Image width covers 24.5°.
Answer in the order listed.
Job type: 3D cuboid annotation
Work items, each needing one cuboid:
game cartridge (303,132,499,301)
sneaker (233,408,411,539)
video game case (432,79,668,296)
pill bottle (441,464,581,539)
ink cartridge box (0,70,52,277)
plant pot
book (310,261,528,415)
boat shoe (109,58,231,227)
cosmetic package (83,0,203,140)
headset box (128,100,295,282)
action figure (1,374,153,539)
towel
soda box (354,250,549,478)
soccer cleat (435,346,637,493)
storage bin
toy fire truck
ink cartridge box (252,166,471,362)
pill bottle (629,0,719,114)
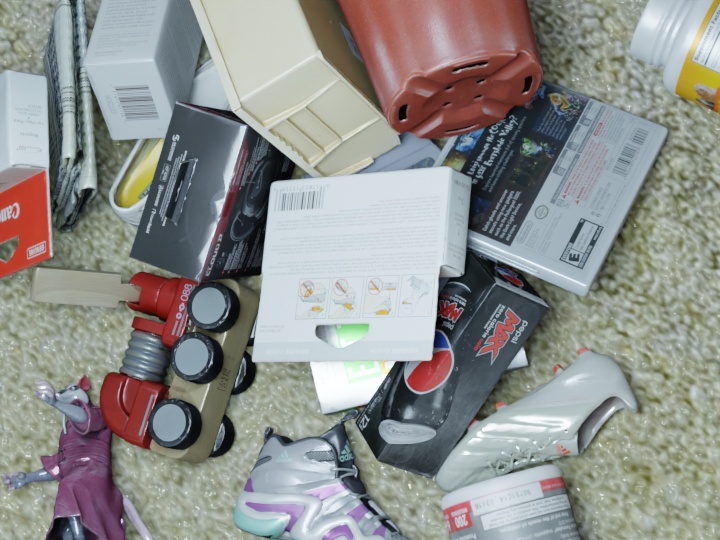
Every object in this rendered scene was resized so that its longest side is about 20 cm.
[{"bbox_3d":[0.045,-0.044,1.554,0.133,0.041,0.200,-26,60,-8],"label":"game cartridge"},{"bbox_3d":[-0.011,0.199,1.538,0.200,0.078,0.140,16,85,13],"label":"sneaker"},{"bbox_3d":[0.166,-0.089,1.538,0.181,0.023,0.200,24,61,13],"label":"video game case"},{"bbox_3d":[0.151,0.284,1.474,0.114,0.114,0.200,-17,78,8],"label":"pill bottle"},{"bbox_3d":[-0.361,-0.083,1.601,0.200,0.043,0.174,-17,73,53],"label":"ink cartridge box"},{"bbox_3d":[0.071,-0.240,1.513,0.200,0.201,0.196,-19,68,7],"label":"plant pot"},{"bbox_3d":[0.047,0.051,1.571,0.199,0.048,0.134,-15,80,5],"label":"book"},{"bbox_3d":[-0.181,-0.136,1.620,0.075,0.086,0.202,40,90,14],"label":"boat shoe"},{"bbox_3d":[-0.201,-0.230,1.587,0.071,0.102,0.200,-2,48,11],"label":"cosmetic package"},{"bbox_3d":[-0.133,-0.072,1.531,0.077,0.200,0.149,19,97,14],"label":"headset box"},{"bbox_3d":[-0.256,0.186,1.576,0.149,0.134,0.200,11,53,-21],"label":"action figure"},{"bbox_3d":[-0.286,-0.147,1.595,0.034,0.193,0.201,-3,79,-18],"label":"towel"},{"bbox_3d":[0.080,0.086,1.492,0.200,0.071,0.063,-58,33,15],"label":"soda box"},{"bbox_3d":[0.160,0.150,1.515,0.200,0.069,0.078,-35,62,0],"label":"soccer cleat"},{"bbox_3d":[-0.064,-0.208,1.532,0.094,0.199,0.200,-30,61,13],"label":"storage bin"},{"bbox_3d":[-0.214,0.073,1.585,0.200,0.129,0.176,16,85,25],"label":"toy fire truck"},{"bbox_3d":[0.000,0.000,1.492,0.200,0.044,0.174,-2,76,34],"label":"ink cartridge box"},{"bbox_3d":[0.353,-0.192,1.513,0.200,0.109,0.109,27,87,14],"label":"pill bottle"}]
